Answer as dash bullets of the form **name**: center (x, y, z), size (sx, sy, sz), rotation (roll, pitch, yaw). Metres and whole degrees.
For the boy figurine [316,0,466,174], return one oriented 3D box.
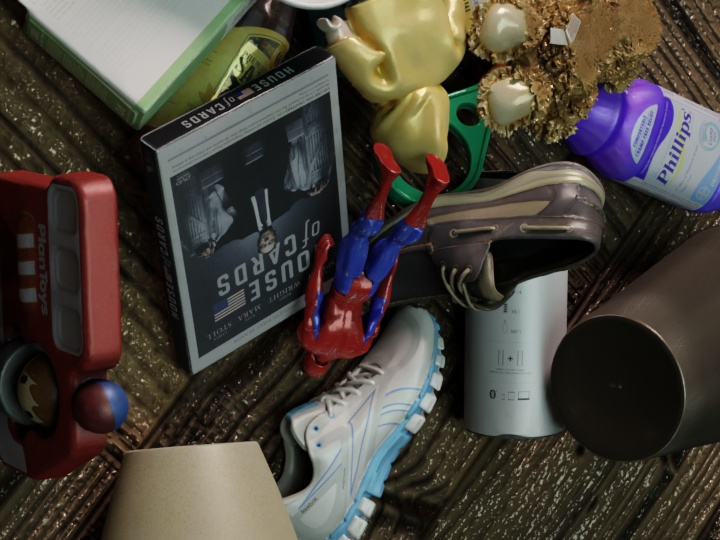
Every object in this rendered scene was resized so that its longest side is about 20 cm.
- **boy figurine**: center (0.027, -0.167, 1.337), size (0.124, 0.064, 0.201), rotation (-29, 114, -31)

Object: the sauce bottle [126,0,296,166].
- **sauce bottle**: center (-0.086, -0.152, 1.322), size (0.066, 0.066, 0.201), rotation (36, 79, -32)

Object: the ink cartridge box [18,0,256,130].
- **ink cartridge box**: center (-0.172, -0.212, 1.258), size (0.200, 0.048, 0.146), rotation (41, 73, -2)

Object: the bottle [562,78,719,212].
- **bottle**: center (0.219, -0.109, 1.535), size (0.199, 0.065, 0.084), rotation (20, 90, -35)

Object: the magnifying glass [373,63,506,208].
- **magnifying glass**: center (0.084, -0.120, 1.455), size (0.080, 0.022, 0.200), rotation (41, 65, 4)

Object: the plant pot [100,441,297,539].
- **plant pot**: center (-0.108, 0.220, 1.309), size (0.186, 0.187, 0.202), rotation (-1, 84, -34)

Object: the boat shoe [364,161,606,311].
- **boat shoe**: center (0.083, -0.014, 1.390), size (0.075, 0.199, 0.074), rotation (49, 27, -42)

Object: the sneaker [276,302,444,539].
- **sneaker**: center (-0.009, 0.108, 1.411), size (0.086, 0.075, 0.201), rotation (31, 79, -27)

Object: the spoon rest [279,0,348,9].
- **spoon rest**: center (-0.080, -0.233, 1.231), size (0.199, 0.061, 0.100), rotation (19, 78, -10)

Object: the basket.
- **basket**: center (0.242, 0.068, 1.493), size (0.200, 0.135, 0.182), rotation (-17, 116, -55)

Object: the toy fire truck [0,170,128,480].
- **toy fire truck**: center (-0.199, 0.035, 1.210), size (0.112, 0.168, 0.202), rotation (-5, 100, -33)

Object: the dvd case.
- **dvd case**: center (-0.074, -0.039, 1.323), size (0.150, 0.025, 0.201), rotation (-31, 137, -27)

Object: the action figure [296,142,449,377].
- **action figure**: center (0.000, 0.000, 1.366), size (0.065, 0.052, 0.201), rotation (7, 126, -26)

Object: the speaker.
- **speaker**: center (0.119, 0.023, 1.478), size (0.081, 0.081, 0.202), rotation (-6, 100, -33)

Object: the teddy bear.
- **teddy bear**: center (0.140, -0.166, 1.409), size (0.200, 0.066, 0.146), rotation (-44, 119, -39)

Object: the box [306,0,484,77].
- **box**: center (0.053, -0.212, 1.417), size (0.199, 0.049, 0.083), rotation (-26, 111, -29)
